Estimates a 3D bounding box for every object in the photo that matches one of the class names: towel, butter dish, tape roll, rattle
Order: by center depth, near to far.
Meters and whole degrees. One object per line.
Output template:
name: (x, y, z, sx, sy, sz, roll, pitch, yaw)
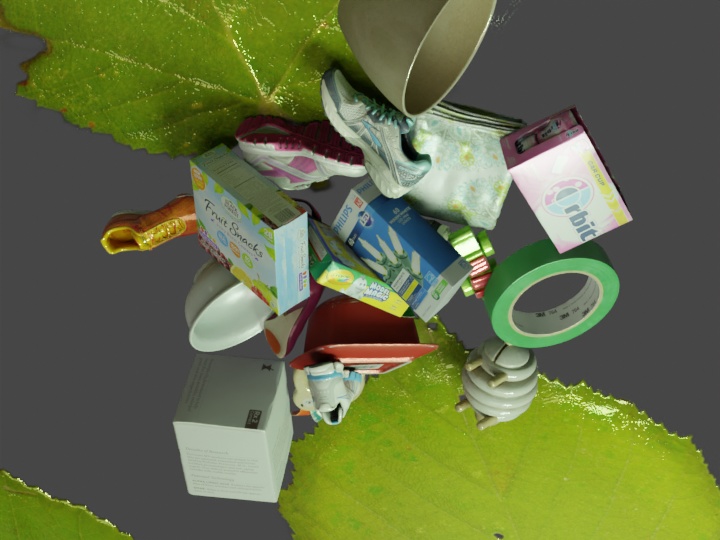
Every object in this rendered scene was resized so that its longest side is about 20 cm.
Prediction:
towel: (0.134, -0.149, 1.644, 0.170, 0.048, 0.201, 15, 134, -2)
tape roll: (0.286, 0.034, 1.739, 0.199, 0.048, 0.201, -9, 139, -8)
butter dish: (-0.002, 0.082, 1.822, 0.198, 0.149, 0.199, 0, 166, -20)
rattle: (-0.069, 0.237, 1.981, 0.129, 0.144, 0.200, 15, 130, -30)

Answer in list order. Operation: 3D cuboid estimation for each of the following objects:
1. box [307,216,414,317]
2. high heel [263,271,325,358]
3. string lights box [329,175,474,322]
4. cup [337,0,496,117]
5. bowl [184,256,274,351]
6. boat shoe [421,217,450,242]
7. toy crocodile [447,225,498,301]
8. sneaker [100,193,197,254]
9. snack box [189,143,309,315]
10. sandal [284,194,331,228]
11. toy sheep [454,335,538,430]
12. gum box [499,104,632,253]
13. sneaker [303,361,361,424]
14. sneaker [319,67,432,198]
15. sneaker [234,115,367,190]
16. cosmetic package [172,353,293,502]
box: (0.000, 0.000, 1.727, 0.199, 0.118, 0.048, 26, 112, -40)
high heel: (-0.096, 0.070, 1.842, 0.068, 0.096, 0.200, 52, 153, 16)
string lights box: (0.058, -0.033, 1.663, 0.200, 0.059, 0.103, 44, 142, 9)
cup: (0.056, -0.312, 1.430, 0.143, 0.200, 0.201, 34, 135, 16)
bowl: (-0.200, 0.032, 1.816, 0.200, 0.091, 0.201, -30, 157, -14)
boat shoe: (0.093, -0.013, 1.762, 0.067, 0.072, 0.201, 20, 148, 13)
toy crocodile: (0.176, -0.002, 1.735, 0.067, 0.062, 0.200, -23, 145, 5)
sneaker: (-0.306, -0.063, 1.786, 0.199, 0.077, 0.073, -15, 127, 19)
snack box: (-0.159, -0.060, 1.667, 0.200, 0.067, 0.169, 38, 145, 31)
sandal: (-0.093, -0.076, 1.764, 0.075, 0.045, 0.200, -24, 139, 35)
toy sheep: (0.224, 0.173, 1.869, 0.137, 0.138, 0.201, 13, 128, -1)
gum box: (0.281, -0.127, 1.591, 0.113, 0.066, 0.200, -26, 133, 17)
sneaker: (-0.043, 0.195, 1.779, 0.074, 0.087, 0.200, -9, 168, 12)
sneaker: (0.026, -0.201, 1.579, 0.086, 0.078, 0.200, -30, 105, 32)
sneaker: (-0.079, -0.161, 1.658, 0.198, 0.082, 0.089, 11, 135, 11)
cosmetic package: (-0.217, 0.274, 2.020, 0.164, 0.166, 0.201, 4, 132, 8)
